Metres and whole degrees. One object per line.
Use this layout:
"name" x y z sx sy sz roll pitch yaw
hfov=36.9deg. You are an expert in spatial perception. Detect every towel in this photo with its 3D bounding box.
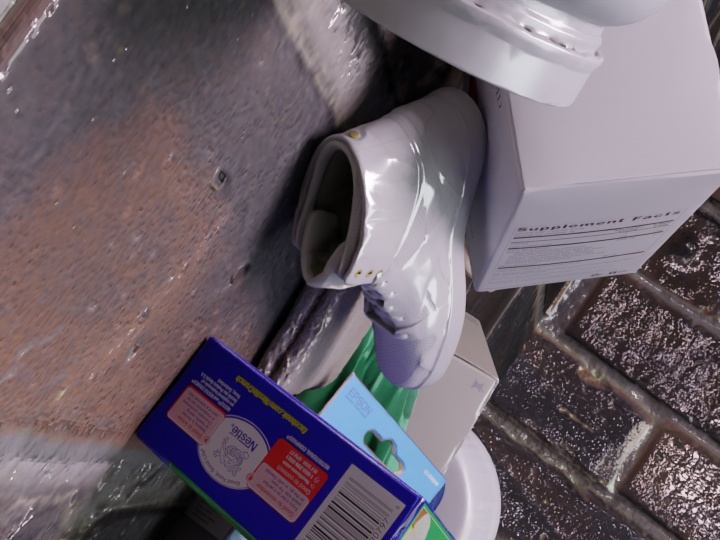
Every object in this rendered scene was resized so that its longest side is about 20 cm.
"towel" 0.000 0.000 0.754 0.202 0.034 0.132 -57 165 7

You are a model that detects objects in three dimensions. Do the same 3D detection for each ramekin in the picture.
"ramekin" 0.038 0.234 1.097 0.202 0.199 0.098 -55 159 -1

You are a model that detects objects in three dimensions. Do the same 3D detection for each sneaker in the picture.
"sneaker" 0.006 -0.001 0.634 0.114 0.073 0.203 -23 130 -36

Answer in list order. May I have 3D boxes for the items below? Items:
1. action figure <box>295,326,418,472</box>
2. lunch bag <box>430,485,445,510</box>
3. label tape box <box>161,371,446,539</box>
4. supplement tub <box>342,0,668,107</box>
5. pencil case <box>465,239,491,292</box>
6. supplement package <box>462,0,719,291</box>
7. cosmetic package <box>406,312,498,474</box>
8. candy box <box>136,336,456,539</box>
"action figure" 0.012 0.075 0.871 0.055 0.116 0.203 -120 -127 -79
"lunch bag" -0.028 0.233 0.976 0.202 0.135 0.132 -57 166 11
"label tape box" -0.045 0.189 0.803 0.201 0.063 0.145 -51 125 -18
"supplement tub" 0.067 -0.171 0.343 0.202 0.144 0.145 -61 165 21
"pencil case" 0.161 -0.070 0.952 0.200 0.090 0.078 -43 -179 25
"supplement package" 0.128 -0.076 0.654 0.200 0.117 0.124 94 -11 -74
"cosmetic package" 0.066 0.097 1.003 0.106 0.070 0.200 -60 -175 10
"candy box" -0.017 0.149 0.634 0.077 0.168 0.201 -50 146 -11
